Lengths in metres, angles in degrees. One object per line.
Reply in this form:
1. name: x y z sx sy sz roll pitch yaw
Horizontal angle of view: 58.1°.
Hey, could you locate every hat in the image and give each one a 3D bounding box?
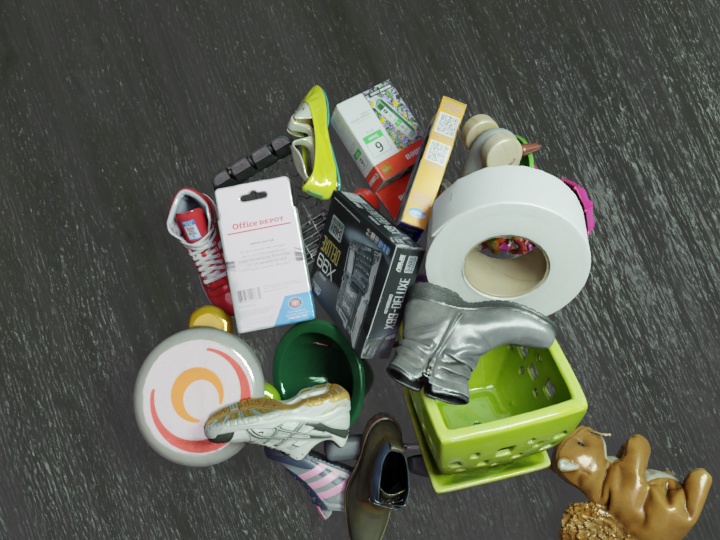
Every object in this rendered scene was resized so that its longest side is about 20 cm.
1. hat: -0.008 0.154 0.992 0.196 0.174 0.171 9 97 34

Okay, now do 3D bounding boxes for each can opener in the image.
1. can opener: 0.044 0.266 0.945 0.194 0.053 0.068 4 79 -9

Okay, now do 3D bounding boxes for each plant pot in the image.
1. plant pot: 0.159 0.173 0.874 0.194 0.184 0.202 -10 45 -9

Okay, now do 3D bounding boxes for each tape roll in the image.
1. tape roll: 0.177 -0.027 0.799 0.197 0.205 0.072 9 46 3

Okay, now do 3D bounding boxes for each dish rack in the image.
1. dish rack: -0.129 -0.095 1.003 0.151 0.055 0.203 -29 86 0

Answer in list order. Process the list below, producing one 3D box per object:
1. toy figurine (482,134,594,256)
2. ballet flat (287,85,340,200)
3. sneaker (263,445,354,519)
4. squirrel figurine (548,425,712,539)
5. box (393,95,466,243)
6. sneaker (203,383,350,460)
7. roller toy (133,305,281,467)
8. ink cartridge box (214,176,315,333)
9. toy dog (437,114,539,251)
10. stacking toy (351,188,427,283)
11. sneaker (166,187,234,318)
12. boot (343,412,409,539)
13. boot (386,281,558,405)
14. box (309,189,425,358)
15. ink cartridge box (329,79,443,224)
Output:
1. toy figurine: 0.253 -0.075 0.954 0.180 0.152 0.202 15 125 -25
2. ballet flat: -0.076 -0.200 0.977 0.065 0.067 0.205 2 64 -27
3. sneaker: -0.061 0.315 0.950 0.196 0.070 0.084 22 83 5
4. squirrel figurine: 0.347 0.323 0.908 0.183 0.142 0.204 24 83 10
5. box: 0.089 -0.126 0.907 0.041 0.119 0.204 21 84 -2
6. sneaker: -0.104 0.214 0.852 0.195 0.076 0.090 -7 102 -13
7. roller toy: -0.228 0.173 0.934 0.181 0.140 0.202 -34 93 -9
8. ink cartridge box: -0.136 -0.023 0.937 0.113 0.067 0.206 -10 91 -1
9. toy dog: 0.172 -0.107 0.853 0.094 0.202 0.134 2 54 -15
10. stacking toy: 0.036 -0.032 0.985 0.084 0.085 0.204 -24 77 -1
11. sneaker: -0.229 -0.027 0.967 0.070 0.113 0.204 -21 84 0
12. boot: 0.020 0.305 0.874 0.073 0.097 0.206 7 95 -9
13. boot: 0.135 0.102 0.781 0.195 0.070 0.134 11 59 7
14. box: 0.000 0.000 0.900 0.049 0.200 0.161 6 114 -30
15. ink cartridge box: 0.051 -0.179 0.989 0.108 0.050 0.202 -30 84 -24
